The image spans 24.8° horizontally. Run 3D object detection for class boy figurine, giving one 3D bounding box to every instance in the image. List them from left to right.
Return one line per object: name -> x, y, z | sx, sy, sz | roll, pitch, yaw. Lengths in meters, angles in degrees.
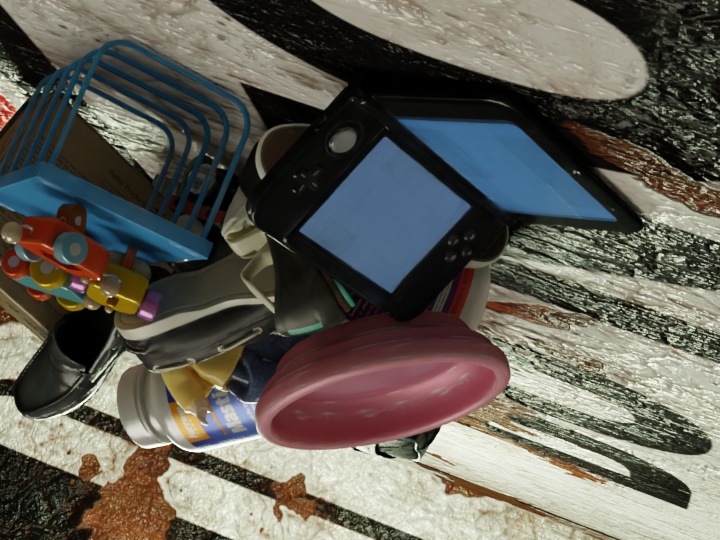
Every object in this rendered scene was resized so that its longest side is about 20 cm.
boy figurine -> -0.120, 0.070, 1.375 | 0.199, 0.125, 0.065 | 14, 157, 23

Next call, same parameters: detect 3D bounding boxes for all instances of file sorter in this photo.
file sorter -> -0.187, -0.089, 1.262 | 0.138, 0.124, 0.200 | 26, 169, -22

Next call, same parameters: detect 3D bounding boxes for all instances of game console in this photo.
game console -> 0.057, -0.035, 1.079 | 0.200, 0.176, 0.117 | 35, -169, -47

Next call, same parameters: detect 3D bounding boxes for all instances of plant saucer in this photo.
plant saucer -> 0.014, 0.083, 1.259 | 0.199, 0.051, 0.201 | -10, 158, -4

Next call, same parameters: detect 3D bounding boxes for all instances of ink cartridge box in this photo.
ink cartridge box -> -0.262, -0.031, 1.455 | 0.200, 0.165, 0.075 | 45, 161, -25

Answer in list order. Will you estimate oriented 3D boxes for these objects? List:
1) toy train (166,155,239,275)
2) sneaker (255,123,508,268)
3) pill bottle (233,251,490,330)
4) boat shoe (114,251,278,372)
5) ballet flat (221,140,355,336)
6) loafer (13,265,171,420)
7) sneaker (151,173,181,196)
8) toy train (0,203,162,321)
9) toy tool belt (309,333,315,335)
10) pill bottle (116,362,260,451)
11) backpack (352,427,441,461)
toy train -> -0.112, -0.023, 1.452 | 0.085, 0.115, 0.200 | 17, 168, 22
sneaker -> 0.006, -0.045, 1.217 | 0.199, 0.073, 0.085 | 24, 167, -16
pill bottle -> 0.000, 0.000, 1.345 | 0.199, 0.113, 0.112 | 25, 169, -12
boat shoe -> -0.090, 0.028, 1.270 | 0.199, 0.074, 0.061 | -20, 126, 8
ballet flat -> -0.065, -0.025, 1.217 | 0.068, 0.068, 0.201 | 55, -173, -41
loafer -> -0.233, 0.060, 1.366 | 0.200, 0.068, 0.070 | -39, 154, 30
sneaker -> -0.179, 0.008, 1.593 | 0.081, 0.201, 0.075 | 12, -148, -2
toy train -> -0.226, -0.017, 1.233 | 0.150, 0.056, 0.199 | 31, 163, -34
toy tool belt -> -0.019, 0.038, 1.452 | 0.123, 0.200, 0.125 | 47, 165, -9
pill bottle -> -0.131, 0.111, 1.572 | 0.199, 0.113, 0.112 | -16, 152, 24
backpack -> 0.016, 0.124, 1.795 | 0.175, 0.154, 0.200 | 22, 160, 14
